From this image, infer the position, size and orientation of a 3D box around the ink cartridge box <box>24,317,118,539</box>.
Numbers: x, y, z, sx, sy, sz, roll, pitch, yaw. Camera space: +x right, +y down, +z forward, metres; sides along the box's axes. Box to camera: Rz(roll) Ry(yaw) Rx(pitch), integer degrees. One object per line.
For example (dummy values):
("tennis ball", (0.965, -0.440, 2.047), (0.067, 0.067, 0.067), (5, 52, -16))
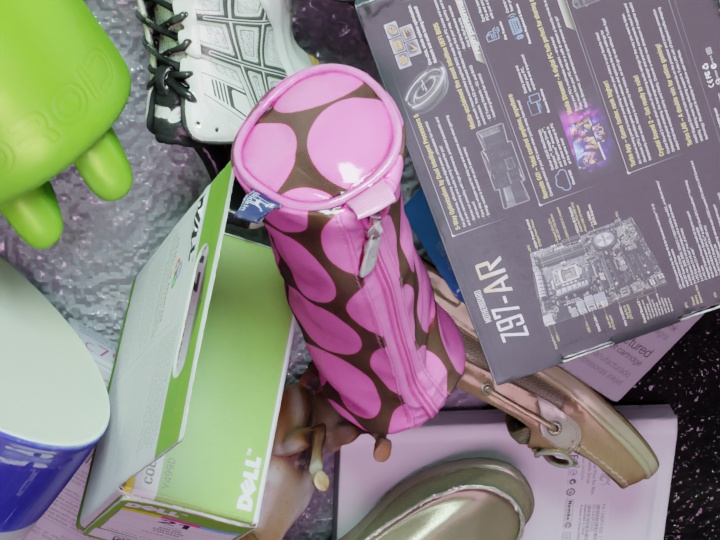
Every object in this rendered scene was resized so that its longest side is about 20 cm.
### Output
("ink cartridge box", (-0.171, 0.136, 1.068), (0.119, 0.042, 0.200), (31, 105, -20))

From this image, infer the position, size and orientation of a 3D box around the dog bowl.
("dog bowl", (-0.224, 0.046, 0.928), (0.200, 0.200, 0.079), (35, 104, -21))

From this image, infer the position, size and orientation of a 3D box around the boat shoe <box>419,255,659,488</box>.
("boat shoe", (0.077, 0.065, 1.040), (0.200, 0.073, 0.063), (38, 90, -16))

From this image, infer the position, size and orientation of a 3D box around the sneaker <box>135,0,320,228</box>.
("sneaker", (-0.076, -0.106, 0.920), (0.088, 0.075, 0.200), (-48, 124, -25))

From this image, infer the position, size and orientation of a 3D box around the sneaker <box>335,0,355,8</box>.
("sneaker", (0.026, -0.155, 0.941), (0.199, 0.079, 0.076), (28, 105, -41))

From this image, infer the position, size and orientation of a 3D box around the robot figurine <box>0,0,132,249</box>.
("robot figurine", (-0.189, -0.110, 0.904), (0.175, 0.116, 0.200), (-34, 115, 2))

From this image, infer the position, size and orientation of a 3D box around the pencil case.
("pencil case", (0.000, 0.000, 0.892), (0.091, 0.094, 0.200), (-41, 145, -14))

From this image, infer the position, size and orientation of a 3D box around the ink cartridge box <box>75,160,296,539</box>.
("ink cartridge box", (-0.071, 0.050, 0.927), (0.075, 0.149, 0.200), (17, 157, -16))

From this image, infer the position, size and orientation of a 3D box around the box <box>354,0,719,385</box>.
("box", (0.104, -0.064, 0.885), (0.159, 0.044, 0.201), (-20, 107, 7))

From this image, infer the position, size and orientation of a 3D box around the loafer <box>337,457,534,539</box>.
("loafer", (0.016, 0.181, 1.070), (0.199, 0.068, 0.076), (-34, 116, 8))

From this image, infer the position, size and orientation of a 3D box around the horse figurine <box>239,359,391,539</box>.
("horse figurine", (-0.044, 0.121, 1.045), (0.050, 0.133, 0.201), (20, 100, -25))

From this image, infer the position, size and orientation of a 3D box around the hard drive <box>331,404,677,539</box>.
("hard drive", (0.083, 0.144, 1.114), (0.198, 0.026, 0.133), (-1, 116, -7))

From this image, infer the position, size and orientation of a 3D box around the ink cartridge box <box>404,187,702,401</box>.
("ink cartridge box", (0.145, -0.050, 0.981), (0.144, 0.084, 0.200), (32, 108, -36))
